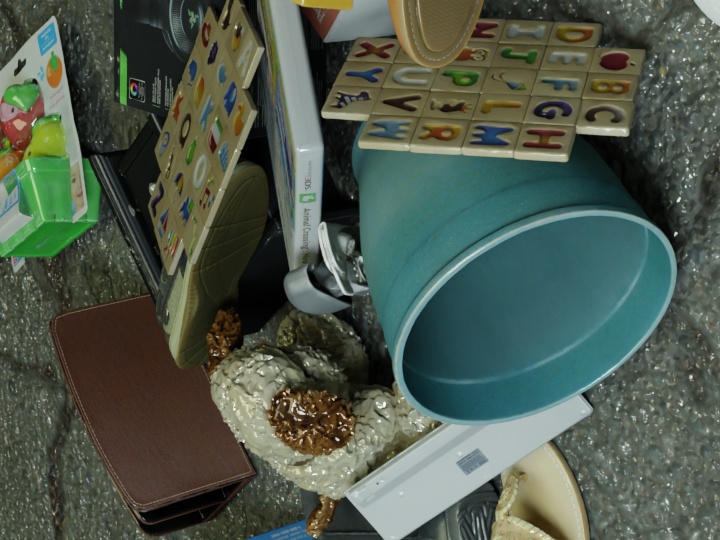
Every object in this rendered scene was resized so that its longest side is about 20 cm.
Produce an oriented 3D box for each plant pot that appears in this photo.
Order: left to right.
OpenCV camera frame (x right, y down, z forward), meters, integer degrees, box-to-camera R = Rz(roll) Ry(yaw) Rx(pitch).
[{"bbox_3d":[0.083,-0.033,1.230,0.201,0.198,0.189,-63,39,38],"label":"plant pot"}]

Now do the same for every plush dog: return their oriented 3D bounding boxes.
[{"bbox_3d":[-0.046,0.110,1.398,0.199,0.171,0.161,29,87,45],"label":"plush dog"}]

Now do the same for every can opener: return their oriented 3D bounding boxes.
[{"bbox_3d":[0.000,0.000,1.326,0.066,0.200,0.054,-23,81,17],"label":"can opener"}]

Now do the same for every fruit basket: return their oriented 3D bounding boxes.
[{"bbox_3d":[-0.327,-0.120,1.782,0.185,0.093,0.202,-29,74,50],"label":"fruit basket"}]

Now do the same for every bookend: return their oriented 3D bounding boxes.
[{"bbox_3d":[-0.118,-0.071,1.535,0.200,0.092,0.200,-45,65,45],"label":"bookend"}]

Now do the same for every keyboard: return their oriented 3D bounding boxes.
[{"bbox_3d":[0.077,0.134,1.338,0.199,0.011,0.056,-37,107,24],"label":"keyboard"}]

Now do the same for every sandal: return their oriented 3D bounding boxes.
[{"bbox_3d":[0.125,0.221,1.332,0.077,0.069,0.214,-19,85,51],"label":"sandal"}]

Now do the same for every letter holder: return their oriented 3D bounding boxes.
[{"bbox_3d":[-0.212,0.138,1.666,0.101,0.141,0.201,-47,64,46],"label":"letter holder"}]

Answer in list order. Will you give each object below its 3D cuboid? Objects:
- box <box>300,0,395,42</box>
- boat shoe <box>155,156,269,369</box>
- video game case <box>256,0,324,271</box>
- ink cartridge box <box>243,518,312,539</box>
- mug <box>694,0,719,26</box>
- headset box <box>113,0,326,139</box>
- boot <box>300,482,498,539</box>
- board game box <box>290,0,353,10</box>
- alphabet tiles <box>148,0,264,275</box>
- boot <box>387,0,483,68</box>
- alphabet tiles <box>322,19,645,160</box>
[{"bbox_3d":[0.016,-0.289,1.301,0.153,0.106,0.201,56,136,24],"label":"box"},{"bbox_3d":[-0.127,-0.012,1.431,0.066,0.071,0.202,41,134,28],"label":"boat shoe"},{"bbox_3d":[-0.051,-0.119,1.291,0.183,0.022,0.202,95,167,-61],"label":"video game case"},{"bbox_3d":[-0.053,0.320,1.517,0.200,0.144,0.084,48,132,31],"label":"ink cartridge box"},{"bbox_3d":[0.278,-0.172,0.999,0.201,0.148,0.175,53,151,-18],"label":"mug"},{"bbox_3d":[-0.122,-0.214,1.501,0.199,0.092,0.176,21,115,47],"label":"headset box"},{"bbox_3d":[0.034,0.245,1.452,0.199,0.065,0.167,-6,87,48],"label":"boot"},{"bbox_3d":[-0.062,-0.268,1.191,0.200,0.040,0.155,31,117,51],"label":"board game box"},{"bbox_3d":[-0.120,-0.105,1.381,0.201,0.006,0.167,-66,27,26],"label":"alphabet tiles"},{"bbox_3d":[0.003,-0.228,1.189,0.155,0.076,0.202,-1,101,51],"label":"boot"},{"bbox_3d":[0.082,-0.122,1.187,0.198,0.167,0.006,5,126,14],"label":"alphabet tiles"}]
